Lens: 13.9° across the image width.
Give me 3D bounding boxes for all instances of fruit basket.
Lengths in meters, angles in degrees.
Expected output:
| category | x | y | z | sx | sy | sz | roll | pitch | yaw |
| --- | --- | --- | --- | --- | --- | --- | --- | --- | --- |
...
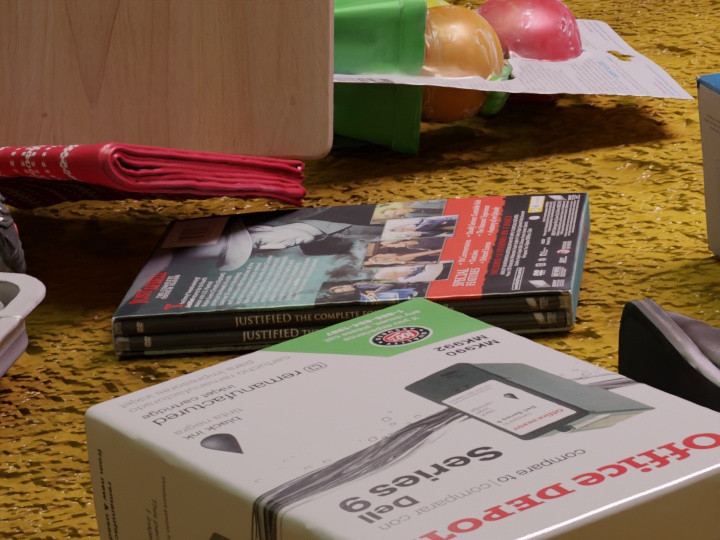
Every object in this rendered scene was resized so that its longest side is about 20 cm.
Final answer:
| category | x | y | z | sx | sy | sz | roll | pitch | yaw |
| --- | --- | --- | --- | --- | --- | --- | --- | --- | --- |
| fruit basket | 0.056 | -0.109 | 1.569 | 0.200 | 0.094 | 0.185 | 6 | 16 | -13 |

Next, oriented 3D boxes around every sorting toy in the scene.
| category | x | y | z | sx | sy | sz | roll | pitch | yaw |
| --- | --- | --- | --- | --- | --- | --- | --- | --- | --- |
| sorting toy | -0.109 | -0.155 | 1.431 | 0.199 | 0.200 | 0.070 | 1 | 3 | 6 |

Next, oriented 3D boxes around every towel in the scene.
| category | x | y | z | sx | sy | sz | roll | pitch | yaw |
| --- | --- | --- | --- | --- | --- | --- | --- | --- | --- |
| towel | -0.142 | -0.043 | 1.395 | 0.200 | 0.022 | 0.145 | 0 | -3 | 39 |

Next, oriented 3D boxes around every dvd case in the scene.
| category | x | y | z | sx | sy | sz | roll | pitch | yaw |
| --- | --- | --- | --- | --- | --- | --- | --- | --- | --- |
| dvd case | 0.000 | 0.000 | 1.319 | 0.200 | 0.022 | 0.146 | -3 | 18 | 8 |

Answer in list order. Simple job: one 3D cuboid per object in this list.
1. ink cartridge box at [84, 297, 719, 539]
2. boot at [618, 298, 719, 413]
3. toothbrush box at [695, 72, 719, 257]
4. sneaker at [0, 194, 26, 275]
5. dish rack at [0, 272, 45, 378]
| category | x | y | z | sx | sy | sz | roll | pitch | yaw |
| --- | --- | --- | --- | --- | --- | --- | --- | --- | --- |
| ink cartridge box | 0.026 | 0.085 | 0.947 | 0.146 | 0.084 | 0.200 | -18 | 22 | -31 |
| boot | 0.200 | 0.053 | 1.037 | 0.174 | 0.069 | 0.200 | -11 | 26 | -23 |
| toothbrush box | 0.263 | -0.045 | 1.266 | 0.200 | 0.085 | 0.146 | -11 | 18 | -13 |
| sneaker | -0.234 | 0.000 | 1.331 | 0.200 | 0.079 | 0.096 | -2 | 20 | 43 |
| dish rack | -0.230 | 0.053 | 1.197 | 0.172 | 0.044 | 0.200 | 0 | 19 | 15 |
